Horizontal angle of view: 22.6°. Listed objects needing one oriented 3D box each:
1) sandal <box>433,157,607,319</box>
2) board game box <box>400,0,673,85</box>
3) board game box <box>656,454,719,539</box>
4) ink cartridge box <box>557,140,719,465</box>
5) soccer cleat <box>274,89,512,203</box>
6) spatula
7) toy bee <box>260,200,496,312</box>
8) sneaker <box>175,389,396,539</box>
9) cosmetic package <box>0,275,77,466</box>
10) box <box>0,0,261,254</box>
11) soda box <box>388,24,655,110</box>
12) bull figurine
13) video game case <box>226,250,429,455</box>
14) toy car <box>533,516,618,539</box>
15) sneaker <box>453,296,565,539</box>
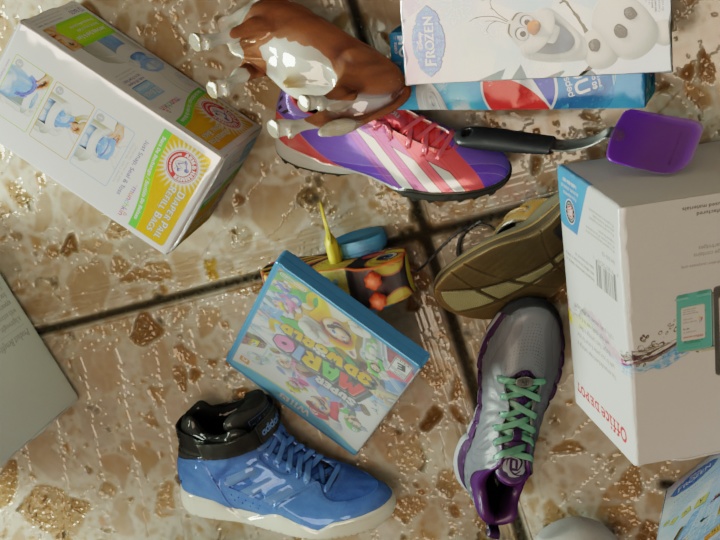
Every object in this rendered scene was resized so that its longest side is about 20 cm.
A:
[{"bbox_3d":[0.147,-0.030,1.445,0.200,0.054,0.080,-37,126,8],"label":"sandal"},{"bbox_3d":[0.126,-0.241,1.316,0.198,0.043,0.201,-2,102,11],"label":"board game box"},{"bbox_3d":[0.312,0.169,1.384,0.041,0.200,0.200,45,114,-4],"label":"board game box"},{"bbox_3d":[0.244,0.021,1.360,0.145,0.147,0.201,-9,108,-10],"label":"ink cartridge box"},{"bbox_3d":[0.025,-0.108,1.443,0.199,0.068,0.073,13,130,15],"label":"soccer cleat"},{"bbox_3d":[0.159,-0.098,1.371,0.199,0.057,0.021,3,142,32],"label":"spatula"},{"bbox_3d":[0.000,0.000,1.470,0.200,0.109,0.131,-32,95,23],"label":"toy bee"},{"bbox_3d":[-0.069,0.163,1.559,0.199,0.077,0.112,6,119,21],"label":"sneaker"},{"bbox_3d":[-0.390,0.093,1.583,0.165,0.165,0.201,-28,97,23],"label":"cosmetic package"},{"bbox_3d":[-0.199,-0.120,1.485,0.200,0.113,0.102,34,112,3],"label":"box"},{"bbox_3d":[0.126,-0.162,1.401,0.199,0.068,0.065,1,107,16],"label":"soda box"},{"bbox_3d":[-0.056,-0.165,1.399,0.200,0.121,0.065,28,133,32],"label":"bull figurine"},{"bbox_3d":[-0.032,0.073,1.490,0.143,0.018,0.200,36,150,2],"label":"video game case"},{"bbox_3d":[0.155,0.319,1.505,0.199,0.150,0.176,-21,101,21],"label":"toy car"},{"bbox_3d":[0.130,0.121,1.465,0.074,0.088,0.201,2,123,-13],"label":"sneaker"}]
